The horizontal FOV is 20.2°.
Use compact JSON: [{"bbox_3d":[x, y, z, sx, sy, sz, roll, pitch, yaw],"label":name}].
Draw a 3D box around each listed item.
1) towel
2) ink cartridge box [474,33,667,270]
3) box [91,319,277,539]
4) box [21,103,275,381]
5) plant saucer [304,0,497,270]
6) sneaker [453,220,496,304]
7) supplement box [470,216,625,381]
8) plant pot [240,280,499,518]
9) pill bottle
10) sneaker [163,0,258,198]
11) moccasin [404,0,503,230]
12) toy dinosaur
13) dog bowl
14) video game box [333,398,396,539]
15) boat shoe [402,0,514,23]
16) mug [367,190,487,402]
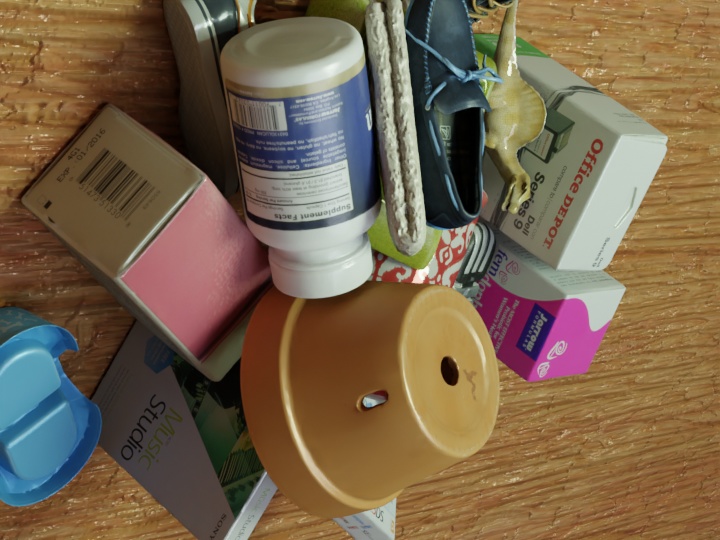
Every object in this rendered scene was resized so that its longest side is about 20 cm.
[{"bbox_3d":[0.026,-0.113,1.600,0.133,0.034,0.202,45,39,-88],"label":"towel"},{"bbox_3d":[0.166,-0.110,1.883,0.084,0.200,0.147,-1,121,-50],"label":"ink cartridge box"},{"bbox_3d":[-0.141,0.129,1.723,0.036,0.200,0.145,16,108,-56],"label":"box"},{"bbox_3d":[-0.158,-0.020,1.627,0.109,0.128,0.200,-49,148,-8],"label":"box"},{"bbox_3d":[0.024,-0.125,1.706,0.199,0.048,0.201,25,80,-31],"label":"plant saucer"},{"bbox_3d":[0.046,0.025,1.937,0.075,0.115,0.201,4,114,-57],"label":"sneaker"},{"bbox_3d":[0.142,0.010,1.968,0.103,0.200,0.102,-6,125,-49],"label":"supplement box"},{"bbox_3d":[0.018,0.090,1.628,0.199,0.139,0.202,22,62,-48],"label":"plant pot"},{"bbox_3d":[-0.041,-0.085,1.568,0.111,0.111,0.201,-28,124,-33],"label":"pill bottle"},{"bbox_3d":[-0.102,-0.148,1.623,0.079,0.078,0.201,-28,139,-24],"label":"sneaker"},{"bbox_3d":[0.083,-0.136,1.673,0.080,0.068,0.202,-10,97,-31],"label":"moccasin"},{"bbox_3d":[0.121,-0.154,1.842,0.058,0.100,0.202,-16,106,-65],"label":"toy dinosaur"},{"bbox_3d":[-0.281,0.109,1.668,0.111,0.049,0.201,-38,145,-22],"label":"dog bowl"},{"bbox_3d":[-0.005,0.142,1.934,0.182,0.046,0.202,55,35,-64],"label":"video game box"},{"bbox_3d":[0.104,-0.248,1.776,0.071,0.091,0.201,3,119,-52],"label":"boat shoe"},{"bbox_3d":[0.004,0.003,1.820,0.133,0.176,0.201,67,39,-76],"label":"mug"}]
